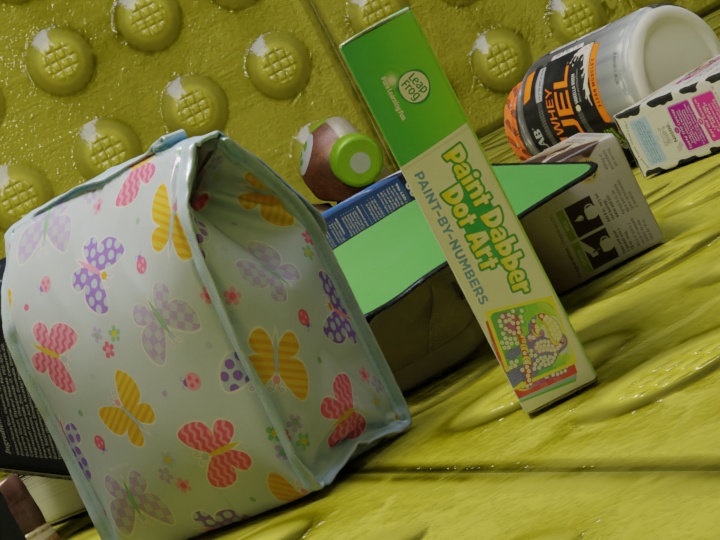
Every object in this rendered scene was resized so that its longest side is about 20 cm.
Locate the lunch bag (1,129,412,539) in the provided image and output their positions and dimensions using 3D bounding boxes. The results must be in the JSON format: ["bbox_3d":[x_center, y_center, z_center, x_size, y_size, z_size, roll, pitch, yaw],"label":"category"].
[{"bbox_3d":[-0.092,0.033,1.253,0.169,0.201,0.127,-25,5,38],"label":"lunch bag"}]

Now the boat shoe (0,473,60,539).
[{"bbox_3d":[-0.289,0.188,1.485,0.199,0.072,0.072,-25,5,24],"label":"boat shoe"}]

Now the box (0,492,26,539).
[{"bbox_3d":[-0.287,0.186,1.156,0.199,0.124,0.197,-27,6,11],"label":"box"}]

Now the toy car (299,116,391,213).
[{"bbox_3d":[-0.049,-0.050,2.449,0.200,0.158,0.164,-39,15,-2],"label":"toy car"}]

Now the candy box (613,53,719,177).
[{"bbox_3d":[0.314,-0.147,1.816,0.136,0.061,0.200,-31,5,-33],"label":"candy box"}]

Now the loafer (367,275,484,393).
[{"bbox_3d":[-0.023,0.061,1.380,0.199,0.068,0.076,-28,4,-11],"label":"loafer"}]

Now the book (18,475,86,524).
[{"bbox_3d":[-0.210,0.149,1.698,0.133,0.048,0.200,-30,1,-44],"label":"book"}]

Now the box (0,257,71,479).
[{"bbox_3d":[-0.157,0.047,1.552,0.196,0.124,0.200,0,21,38],"label":"box"}]

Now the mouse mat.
[{"bbox_3d":[0.033,-0.018,1.404,0.200,0.008,0.161,-33,16,-23],"label":"mouse mat"}]

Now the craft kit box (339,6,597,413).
[{"bbox_3d":[0.054,-0.035,1.180,0.048,0.201,0.198,-27,3,1],"label":"craft kit box"}]

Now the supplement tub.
[{"bbox_3d":[0.223,-0.153,2.040,0.122,0.123,0.200,-30,4,-35],"label":"supplement tub"}]

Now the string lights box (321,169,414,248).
[{"bbox_3d":[0.000,0.000,1.727,0.200,0.103,0.059,-30,5,-40],"label":"string lights box"}]

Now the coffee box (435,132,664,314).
[{"bbox_3d":[0.083,-0.011,1.492,0.199,0.080,0.113,-28,6,-4],"label":"coffee box"}]
